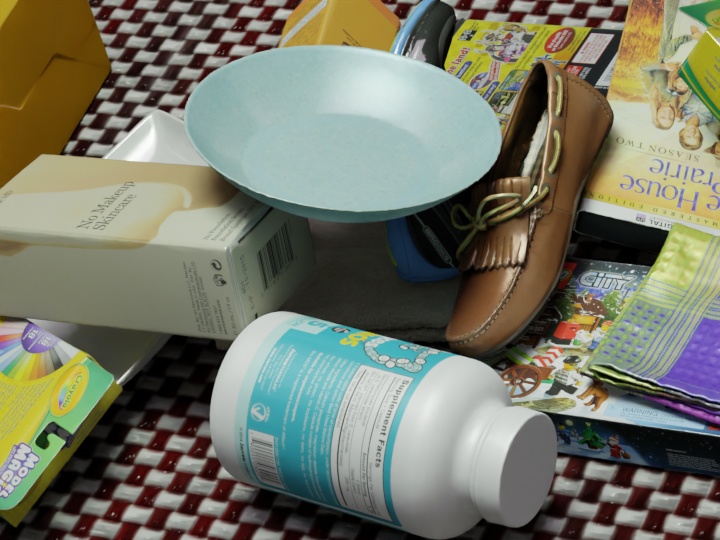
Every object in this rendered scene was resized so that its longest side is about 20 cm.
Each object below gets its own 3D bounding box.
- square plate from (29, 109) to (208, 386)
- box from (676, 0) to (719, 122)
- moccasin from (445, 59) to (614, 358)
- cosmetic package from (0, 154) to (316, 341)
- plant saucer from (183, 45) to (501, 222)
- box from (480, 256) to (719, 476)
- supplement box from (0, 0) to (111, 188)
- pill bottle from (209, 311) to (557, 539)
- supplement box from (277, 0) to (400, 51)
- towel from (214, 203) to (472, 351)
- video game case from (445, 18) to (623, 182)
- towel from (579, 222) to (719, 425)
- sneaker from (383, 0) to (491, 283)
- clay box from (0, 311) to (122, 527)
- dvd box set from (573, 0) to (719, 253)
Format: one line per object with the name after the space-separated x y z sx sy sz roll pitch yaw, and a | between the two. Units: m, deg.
-0.151 -0.012 1.819 0.198 0.028 0.200 -46 39 -15 | square plate
0.290 -0.099 1.693 0.117 0.048 0.200 -17 62 -40 | box
0.097 -0.039 1.674 0.074 0.078 0.202 1 62 54 | moccasin
-0.141 -0.017 1.708 0.199 0.071 0.105 5 32 26 | cosmetic package
-0.012 -0.077 1.674 0.200 0.039 0.201 3 35 -2 | plant saucer
0.180 0.058 1.651 0.199 0.038 0.137 7 46 25 | box
-0.326 -0.145 1.983 0.199 0.133 0.198 4 45 23 | supplement box
0.016 0.097 1.608 0.199 0.111 0.111 14 49 31 | pill bottle
-0.024 -0.135 1.875 0.069 0.067 0.200 -40 18 24 | supplement box
0.000 0.000 1.784 0.199 0.035 0.133 -2 44 16 | towel
0.116 -0.113 1.854 0.180 0.026 0.200 7 36 25 | video game case
0.248 0.040 1.600 0.199 0.023 0.144 17 50 29 | towel
0.056 -0.085 1.760 0.082 0.071 0.200 -3 66 2 | sneaker
-0.241 0.086 1.730 0.200 0.048 0.115 27 75 42 | clay box
0.230 -0.095 1.750 0.146 0.029 0.201 14 58 5 | dvd box set
